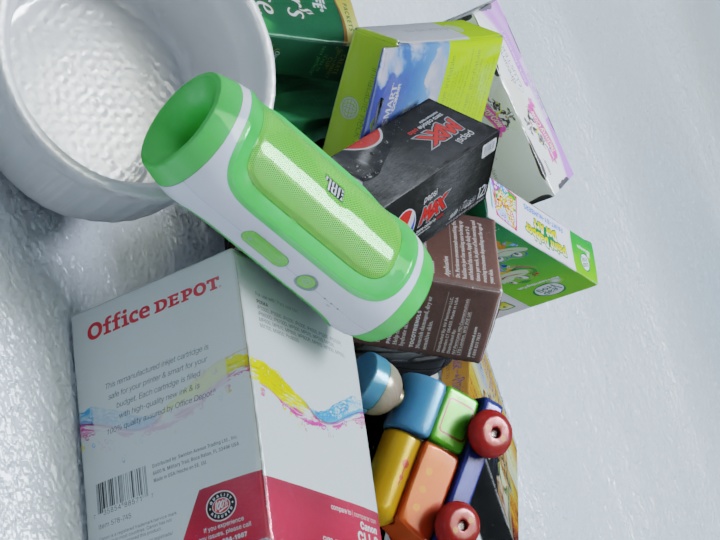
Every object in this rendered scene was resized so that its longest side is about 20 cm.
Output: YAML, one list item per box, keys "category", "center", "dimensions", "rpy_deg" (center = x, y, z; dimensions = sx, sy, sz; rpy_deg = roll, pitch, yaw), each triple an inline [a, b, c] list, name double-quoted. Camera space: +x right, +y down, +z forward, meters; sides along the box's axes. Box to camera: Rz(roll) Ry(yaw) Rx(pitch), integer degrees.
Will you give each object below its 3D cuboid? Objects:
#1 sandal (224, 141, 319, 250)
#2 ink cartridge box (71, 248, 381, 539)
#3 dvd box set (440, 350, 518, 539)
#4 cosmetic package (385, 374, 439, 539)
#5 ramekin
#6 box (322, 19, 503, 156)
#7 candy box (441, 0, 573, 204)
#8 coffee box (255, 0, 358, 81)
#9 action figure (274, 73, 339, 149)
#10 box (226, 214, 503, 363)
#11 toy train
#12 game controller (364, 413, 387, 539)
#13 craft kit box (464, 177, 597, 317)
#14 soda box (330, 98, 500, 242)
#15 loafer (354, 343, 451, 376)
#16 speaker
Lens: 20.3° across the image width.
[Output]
- category: "sandal"
  center: [-0.048, -0.073, 1.597]
  dimensions: [0.200, 0.043, 0.076]
  rpy_deg: [-52, 139, -40]
- category: "ink cartridge box"
  center: [-0.089, 0.114, 1.333]
  dimensions: [0.144, 0.145, 0.201]
  rpy_deg: [26, 50, -53]
- category: "dvd box set"
  center: [0.104, 0.142, 1.744]
  dimensions: [0.200, 0.029, 0.147]
  rpy_deg: [-80, 152, -68]
- category: "cosmetic package"
  center: [0.024, 0.146, 1.633]
  dimensions: [0.151, 0.051, 0.201]
  rpy_deg: [18, 55, -60]
- category: "ramekin"
  center: [-0.165, -0.129, 1.339]
  dimensions: [0.199, 0.098, 0.202]
  rpy_deg: [10, 70, -28]
- category: "box"
  center: [0.036, -0.128, 1.560]
  dimensions: [0.200, 0.047, 0.123]
  rpy_deg: [-14, 123, -59]
- category: "candy box"
  center: [0.057, -0.114, 1.717]
  dimensions: [0.169, 0.199, 0.072]
  rpy_deg: [66, 26, -8]
- category: "coffee box"
  center: [-0.102, -0.210, 1.524]
  dimensions: [0.199, 0.044, 0.124]
  rpy_deg: [6, 48, -25]
- category: "action figure"
  center: [-0.044, -0.127, 1.564]
  dimensions: [0.199, 0.055, 0.118]
  rpy_deg: [-8, 52, -50]
- category: "box"
  center: [0.000, 0.000, 1.484]
  dimensions: [0.100, 0.198, 0.075]
  rpy_deg: [-89, -168, -57]
- category: "toy train"
  center: [0.017, 0.164, 1.397]
  dimensions: [0.115, 0.085, 0.201]
  rpy_deg: [30, 69, -21]
- category: "game controller"
  center: [-0.030, 0.184, 1.423]
  dimensions: [0.104, 0.042, 0.202]
  rpy_deg: [16, 78, -20]
- category: "craft kit box"
  center: [0.064, -0.003, 1.652]
  dimensions: [0.197, 0.199, 0.049]
  rpy_deg: [23, 53, -55]
- category: "soda box"
  center: [0.020, -0.056, 1.450]
  dimensions: [0.200, 0.070, 0.064]
  rpy_deg: [-35, 144, -50]
- category: "loafer"
  center: [-0.014, 0.035, 1.545]
  dimensions: [0.199, 0.070, 0.069]
  rpy_deg: [15, 64, -23]
- category: "speaker"
  center: [-0.044, -0.038, 1.284]
  dimensions: [0.200, 0.088, 0.089]
  rpy_deg: [39, 38, -29]
